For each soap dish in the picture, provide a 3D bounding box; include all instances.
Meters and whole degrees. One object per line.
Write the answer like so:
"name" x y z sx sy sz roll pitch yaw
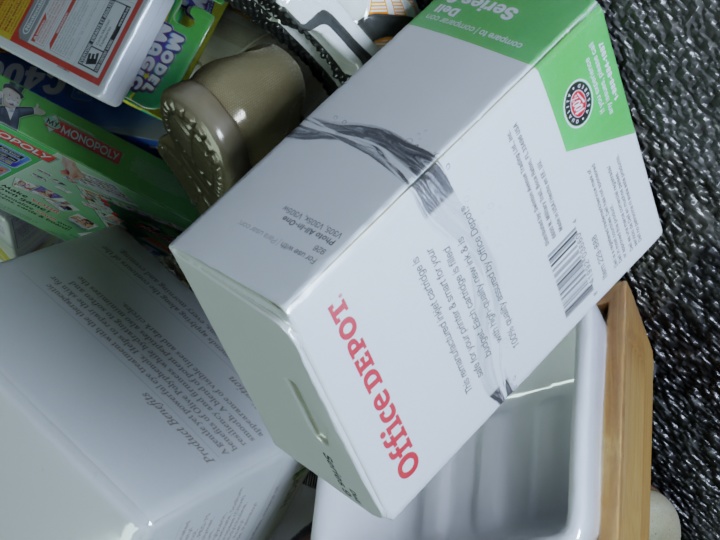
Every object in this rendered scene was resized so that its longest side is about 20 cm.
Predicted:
"soap dish" 0.067 0.106 0.875 0.200 0.158 0.081 -20 142 39

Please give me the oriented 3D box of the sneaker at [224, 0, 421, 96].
"sneaker" 0.004 -0.124 0.768 0.074 0.080 0.200 22 167 44

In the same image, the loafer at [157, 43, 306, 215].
"loafer" -0.059 -0.061 0.836 0.076 0.067 0.200 57 171 1

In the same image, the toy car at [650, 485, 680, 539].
"toy car" 0.084 0.154 1.022 0.200 0.158 0.164 40 171 40

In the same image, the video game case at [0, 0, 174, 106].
"video game case" -0.161 -0.183 0.870 0.200 0.143 0.017 29 -179 37

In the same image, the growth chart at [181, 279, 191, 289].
"growth chart" -0.086 0.041 1.061 0.145 0.018 0.200 69 153 19

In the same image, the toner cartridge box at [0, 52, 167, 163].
"toner cartridge box" -0.151 -0.084 1.022 0.199 0.043 0.095 10 159 12

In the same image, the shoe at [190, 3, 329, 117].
"shoe" -0.056 -0.104 0.894 0.199 0.053 0.070 25 157 27

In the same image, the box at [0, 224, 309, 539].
"box" -0.167 0.121 0.972 0.199 0.171 0.200 40 123 19

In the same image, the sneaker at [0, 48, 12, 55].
"sneaker" -0.176 -0.171 1.005 0.078 0.078 0.200 13 162 -39

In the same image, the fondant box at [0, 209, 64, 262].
"fondant box" -0.276 -0.055 1.178 0.144 0.058 0.200 40 159 11

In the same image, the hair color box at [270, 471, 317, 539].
"hair color box" -0.026 0.154 1.135 0.111 0.200 0.064 53 157 -21

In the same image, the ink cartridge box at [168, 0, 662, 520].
"ink cartridge box" 0.031 -0.014 0.725 0.084 0.200 0.146 27 152 41

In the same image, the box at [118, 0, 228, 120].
"box" -0.137 -0.161 0.886 0.200 0.118 0.048 30 -178 38

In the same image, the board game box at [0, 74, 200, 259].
"board game box" -0.193 -0.062 1.004 0.200 0.029 0.134 28 155 -29
